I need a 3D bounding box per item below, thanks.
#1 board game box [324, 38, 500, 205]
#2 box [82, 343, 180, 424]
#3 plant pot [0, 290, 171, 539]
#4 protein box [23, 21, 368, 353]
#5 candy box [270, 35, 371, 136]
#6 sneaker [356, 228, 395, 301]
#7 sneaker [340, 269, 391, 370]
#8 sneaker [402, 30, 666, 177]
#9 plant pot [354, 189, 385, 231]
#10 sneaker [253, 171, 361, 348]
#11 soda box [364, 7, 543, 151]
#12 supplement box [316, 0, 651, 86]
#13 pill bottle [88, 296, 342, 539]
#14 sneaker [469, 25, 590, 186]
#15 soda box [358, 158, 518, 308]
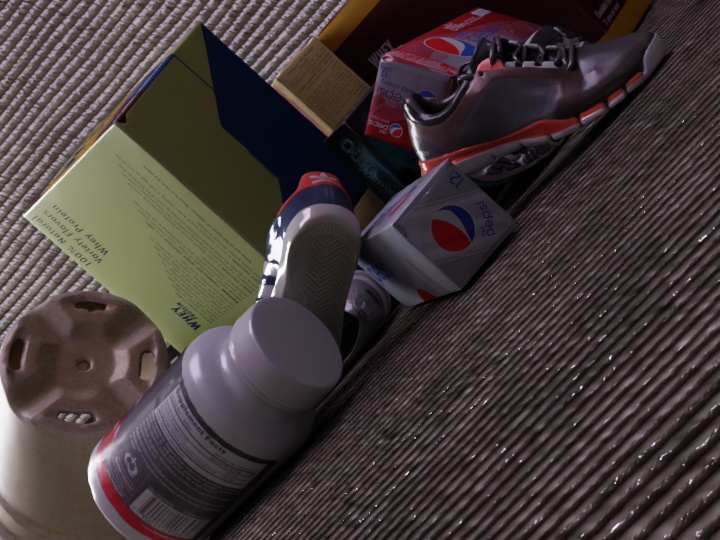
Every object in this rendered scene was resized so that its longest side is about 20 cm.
[{"bbox_3d":[0.056,-0.101,1.612,0.028,0.135,0.200,-41,7,31],"label":"board game box"},{"bbox_3d":[-0.188,0.139,1.862,0.161,0.049,0.200,-41,-14,-19],"label":"box"},{"bbox_3d":[-0.221,0.118,1.618,0.201,0.200,0.184,-50,-17,-30],"label":"plant pot"},{"bbox_3d":[-0.138,-0.061,1.669,0.200,0.198,0.135,-35,17,53],"label":"protein box"},{"bbox_3d":[0.011,-0.114,1.740,0.055,0.200,0.115,-49,4,-5],"label":"candy box"},{"bbox_3d":[0.000,0.000,1.651,0.200,0.079,0.075,-46,4,13],"label":"sneaker"},{"bbox_3d":[-0.063,0.077,1.580,0.200,0.075,0.082,-46,3,11],"label":"sneaker"},{"bbox_3d":[0.116,-0.132,1.399,0.200,0.082,0.077,-25,11,18],"label":"sneaker"},{"bbox_3d":[-0.016,-0.062,1.868,0.187,0.187,0.200,-45,16,39],"label":"plant pot"},{"bbox_3d":[-0.046,0.013,1.496,0.085,0.075,0.200,-99,26,-49],"label":"sneaker"},{"bbox_3d":[0.077,-0.151,1.571,0.200,0.063,0.070,-34,-40,-59],"label":"soda box"},{"bbox_3d":[0.110,-0.223,1.737,0.197,0.200,0.133,-45,5,34],"label":"supplement box"},{"bbox_3d":[-0.103,0.111,1.447,0.200,0.111,0.111,-45,5,32],"label":"pill bottle"},{"bbox_3d":[0.131,-0.114,1.555,0.200,0.077,0.080,-45,-18,-47],"label":"sneaker"},{"bbox_3d":[0.048,-0.023,1.425,0.063,0.068,0.200,-49,4,-10],"label":"soda box"}]
